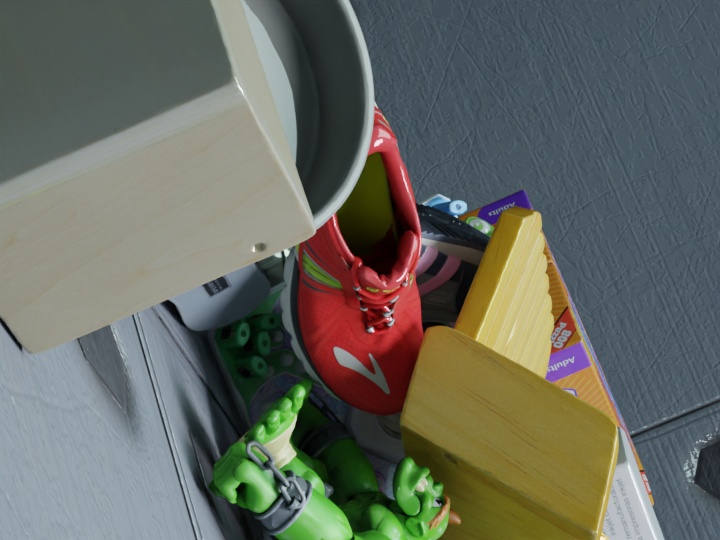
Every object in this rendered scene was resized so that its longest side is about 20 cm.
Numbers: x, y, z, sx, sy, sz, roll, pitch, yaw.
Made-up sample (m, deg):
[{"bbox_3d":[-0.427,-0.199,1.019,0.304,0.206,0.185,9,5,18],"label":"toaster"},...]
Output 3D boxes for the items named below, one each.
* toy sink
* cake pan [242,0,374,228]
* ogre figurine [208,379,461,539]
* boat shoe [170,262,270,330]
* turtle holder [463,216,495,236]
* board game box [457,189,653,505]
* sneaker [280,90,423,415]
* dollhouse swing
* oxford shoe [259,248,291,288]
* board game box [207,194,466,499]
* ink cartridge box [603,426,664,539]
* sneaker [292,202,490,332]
[{"bbox_3d":[-0.113,-0.089,1.103,0.112,0.130,0.201,62,6,-52],"label":"toy sink"},{"bbox_3d":[-0.084,-0.100,1.344,0.037,0.200,0.201,-27,-96,51],"label":"cake pan"},{"bbox_3d":[-0.017,0.125,1.450,0.120,0.098,0.200,46,-11,0],"label":"ogre figurine"},{"bbox_3d":[-0.090,-0.029,1.455,0.068,0.073,0.199,62,0,17],"label":"boat shoe"},{"bbox_3d":[0.023,0.061,1.739,0.132,0.186,0.141,47,43,2],"label":"turtle holder"},{"bbox_3d":[0.096,0.099,2.215,0.200,0.199,0.201,-107,172,-51],"label":"board game box"},{"bbox_3d":[0.000,0.000,1.451,0.085,0.077,0.201,-133,-153,-56],"label":"sneaker"},{"bbox_3d":[0.120,0.096,1.542,0.181,0.176,0.200,28,-26,25],"label":"dollhouse swing"},{"bbox_3d":[-0.085,-0.027,1.640,0.058,0.075,0.201,-16,92,-44],"label":"oxford shoe"},{"bbox_3d":[0.024,0.082,1.636,0.026,0.199,0.201,-8,-72,53],"label":"board game box"},{"bbox_3d":[0.103,0.209,1.771,0.085,0.199,0.145,-80,149,-76],"label":"ink cartridge box"},{"bbox_3d":[0.003,0.000,1.555,0.199,0.082,0.070,16,16,-42],"label":"sneaker"}]
